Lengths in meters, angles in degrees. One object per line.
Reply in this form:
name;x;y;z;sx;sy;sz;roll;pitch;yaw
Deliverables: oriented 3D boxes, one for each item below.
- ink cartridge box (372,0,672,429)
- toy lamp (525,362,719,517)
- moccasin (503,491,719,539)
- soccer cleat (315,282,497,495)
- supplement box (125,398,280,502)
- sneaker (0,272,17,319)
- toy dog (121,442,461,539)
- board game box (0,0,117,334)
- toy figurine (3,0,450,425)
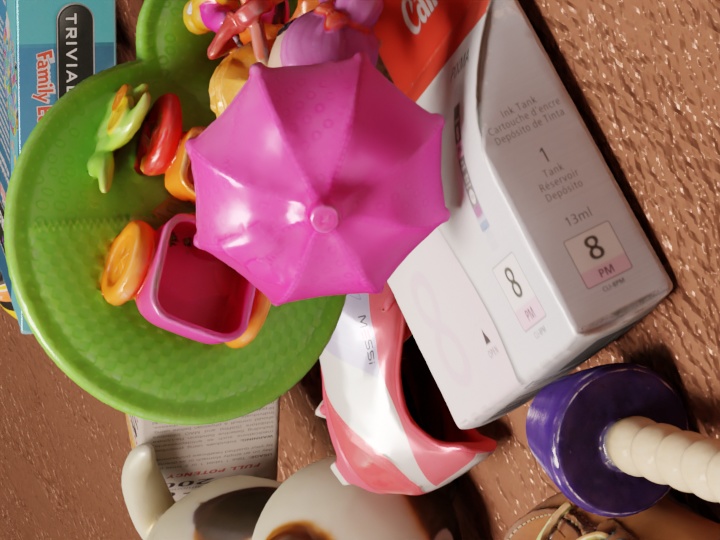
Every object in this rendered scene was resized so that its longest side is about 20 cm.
ink cartridge box;0.031;-0.050;1.053;0.200;0.057;0.163;59;162;6
toy lamp;0.113;0.064;0.948;0.200;0.058;0.058;8;120;68
moccasin;0.097;0.126;1.032;0.201;0.078;0.074;22;134;66
soccer cleat;0.000;0.000;1.207;0.076;0.067;0.200;-18;90;41
supplement box;-0.084;0.012;1.371;0.200;0.073;0.126;95;165;-56
sneaker;-0.164;-0.046;1.507;0.090;0.070;0.200;53;-152;-40
toy dog;-0.017;0.144;1.316;0.194;0.140;0.200;61;151;2
board game box;-0.144;-0.089;1.297;0.151;0.047;0.200;-127;36;-69
toy figurine;-0.028;-0.050;1.056;0.184;0.150;0.200;-21;51;62
